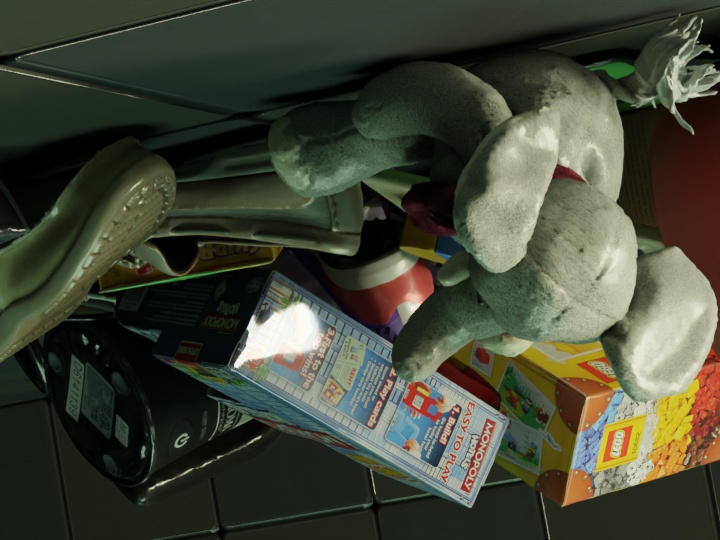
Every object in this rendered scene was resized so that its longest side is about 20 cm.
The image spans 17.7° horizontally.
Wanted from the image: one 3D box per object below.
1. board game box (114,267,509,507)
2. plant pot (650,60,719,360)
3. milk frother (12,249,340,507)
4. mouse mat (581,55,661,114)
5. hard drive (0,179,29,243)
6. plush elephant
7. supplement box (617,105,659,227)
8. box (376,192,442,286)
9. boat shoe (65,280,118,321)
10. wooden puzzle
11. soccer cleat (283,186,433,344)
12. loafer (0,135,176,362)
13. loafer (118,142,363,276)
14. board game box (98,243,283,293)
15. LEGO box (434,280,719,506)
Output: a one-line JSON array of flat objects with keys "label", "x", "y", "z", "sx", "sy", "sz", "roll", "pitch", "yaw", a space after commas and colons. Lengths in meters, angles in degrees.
[{"label": "board game box", "x": -0.026, "y": 0.066, "z": 1.336, "sx": 0.200, "sy": 0.062, "sz": 0.200, "roll": 30, "pitch": 168, "yaw": -25}, {"label": "plant pot", "x": 0.266, "y": -0.039, "z": 1.093, "sx": 0.177, "sy": 0.201, "sz": 0.200, "roll": -26, "pitch": 167, "yaw": 37}, {"label": "milk frother", "x": -0.131, "y": 0.033, "z": 1.527, "sx": 0.188, "sy": 0.200, "sz": 0.181, "roll": -25, "pitch": 160, "yaw": -34}, {"label": "mouse mat", "x": 0.088, "y": -0.085, "z": 1.193, "sx": 0.161, "sy": 0.008, "sz": 0.200, "roll": -12, "pitch": 176, "yaw": 23}, {"label": "hard drive", "x": -0.261, "y": -0.012, "z": 1.094, "sx": 0.135, "sy": 0.042, "sz": 0.200, "roll": -6, "pitch": 174, "yaw": -40}, {"label": "plush elephant", "x": 0.067, "y": -0.014, "z": 0.992, "sx": 0.200, "sy": 0.165, "sz": 0.155, "roll": -30, "pitch": -154, "yaw": 32}, {"label": "supplement box", "x": 0.211, "y": -0.061, "z": 1.330, "sx": 0.126, "sy": 0.074, "sz": 0.200, "roll": -6, "pitch": 175, "yaw": -40}, {"label": "box", "x": 0.126, "y": -0.021, "z": 1.466, "sx": 0.200, "sy": 0.040, "sz": 0.137, "roll": -7, "pitch": -152, "yaw": -34}, {"label": "boat shoe", "x": -0.217, "y": 0.008, "z": 1.341, "sx": 0.074, "sy": 0.060, "sz": 0.200, "roll": -13, "pitch": 175, "yaw": 38}, {"label": "wooden puzzle", "x": 0.096, "y": -0.009, "z": 1.250, "sx": 0.200, "sy": 0.046, "sz": 0.185, "roll": 18, "pitch": 177, "yaw": 17}, {"label": "soccer cleat", "x": 0.000, "y": 0.000, "z": 1.390, "sx": 0.068, "sy": 0.073, "sz": 0.200, "roll": -25, "pitch": -164, "yaw": -8}, {"label": "loafer", "x": -0.157, "y": -0.016, "z": 1.126, "sx": 0.076, "sy": 0.068, "sz": 0.200, "roll": -40, "pitch": 180, "yaw": -39}, {"label": "loafer", "x": -0.087, "y": -0.024, "z": 1.170, "sx": 0.200, "sy": 0.063, "sz": 0.072, "roll": -10, "pitch": 180, "yaw": 32}, {"label": "board game box", "x": -0.089, "y": -0.017, "z": 1.303, "sx": 0.095, "sy": 0.030, "sz": 0.200, "roll": -10, "pitch": -170, "yaw": 4}, {"label": "LEGO box", "x": 0.115, "y": 0.056, "z": 1.437, "sx": 0.149, "sy": 0.077, "sz": 0.200, "roll": -11, "pitch": -150, "yaw": -39}]
